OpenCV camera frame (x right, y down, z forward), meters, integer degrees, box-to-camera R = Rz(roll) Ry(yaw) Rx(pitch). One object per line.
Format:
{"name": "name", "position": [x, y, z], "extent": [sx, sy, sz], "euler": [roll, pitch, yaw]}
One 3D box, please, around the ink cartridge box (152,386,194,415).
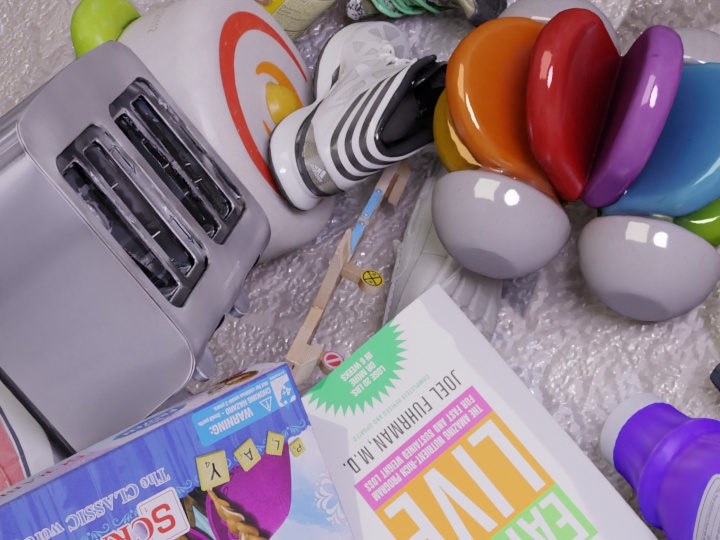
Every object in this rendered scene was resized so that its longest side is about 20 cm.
{"name": "ink cartridge box", "position": [-0.110, 0.146, 0.942], "extent": [0.200, 0.116, 0.068], "euler": [-47, 47, -2]}

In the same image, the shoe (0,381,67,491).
{"name": "shoe", "position": [-0.193, 0.140, 0.878], "extent": [0.091, 0.071, 0.200], "euler": [-45, 43, 3]}

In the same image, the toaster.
{"name": "toaster", "position": [-0.156, -0.021, 0.878], "extent": [0.118, 0.200, 0.181], "euler": [-34, 13, 23]}

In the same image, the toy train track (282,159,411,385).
{"name": "toy train track", "position": [0.000, 0.000, 0.942], "extent": [0.032, 0.115, 0.201], "euler": [25, 45, 1]}

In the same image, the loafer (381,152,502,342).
{"name": "loafer", "position": [0.051, 0.003, 0.962], "extent": [0.070, 0.070, 0.201], "euler": [-1, 60, 50]}

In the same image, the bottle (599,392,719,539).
{"name": "bottle", "position": [0.195, 0.128, 0.772], "extent": [0.065, 0.084, 0.200], "euler": [-10, 27, -25]}

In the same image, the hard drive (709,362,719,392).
{"name": "hard drive", "position": [0.288, 0.080, 0.773], "extent": [0.139, 0.033, 0.200], "euler": [-40, 48, 6]}

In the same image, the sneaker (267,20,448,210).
{"name": "sneaker", "position": [0.025, -0.114, 1.007], "extent": [0.115, 0.076, 0.201], "euler": [-15, 28, 29]}

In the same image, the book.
{"name": "book", "position": [0.057, 0.124, 0.856], "extent": [0.133, 0.048, 0.200], "euler": [-41, 66, -1]}

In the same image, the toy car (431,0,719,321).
{"name": "toy car", "position": [0.139, -0.082, 0.870], "extent": [0.199, 0.150, 0.176], "euler": [16, 68, 7]}

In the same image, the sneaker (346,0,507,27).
{"name": "sneaker", "position": [0.033, -0.204, 1.102], "extent": [0.089, 0.077, 0.200], "euler": [-51, 40, 9]}

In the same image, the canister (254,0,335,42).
{"name": "canister", "position": [-0.053, -0.242, 1.107], "extent": [0.200, 0.086, 0.150], "euler": [-35, 47, 51]}

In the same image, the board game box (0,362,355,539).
{"name": "board game box", "position": [-0.089, 0.178, 0.793], "extent": [0.199, 0.201, 0.041], "euler": [-26, 9, -31]}

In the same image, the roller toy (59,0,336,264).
{"name": "roller toy", "position": [-0.102, -0.088, 1.037], "extent": [0.139, 0.200, 0.184], "euler": [-19, 65, 23]}
